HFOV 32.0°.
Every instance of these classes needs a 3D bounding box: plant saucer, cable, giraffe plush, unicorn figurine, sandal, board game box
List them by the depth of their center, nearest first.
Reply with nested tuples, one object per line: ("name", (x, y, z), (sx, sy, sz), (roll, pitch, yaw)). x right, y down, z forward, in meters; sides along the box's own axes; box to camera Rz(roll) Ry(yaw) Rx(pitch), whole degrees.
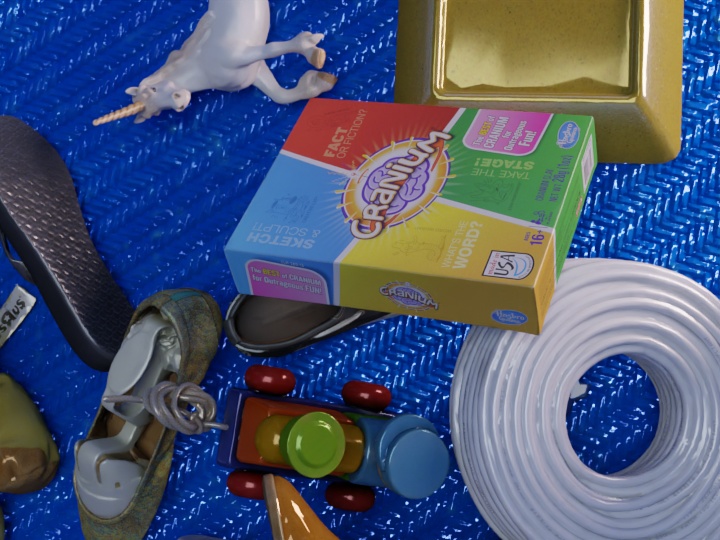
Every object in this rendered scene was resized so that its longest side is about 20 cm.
("cable", (0.153, 0.091, 0.781), (0.199, 0.069, 0.201), (30, 83, -9))
("board game box", (0.034, -0.041, 0.790), (0.198, 0.041, 0.154), (6, 48, 22))
("giraffe plush", (-0.296, 0.095, 0.820), (0.171, 0.162, 0.202), (19, 87, 10))
("plant saucer", (0.120, -0.177, 0.852), (0.198, 0.048, 0.202), (2, 84, 9))
("sandal", (-0.221, -0.017, 0.873), (0.043, 0.076, 0.201), (-34, 78, 30))
("unicorn figurine", (-0.083, -0.168, 0.874), (0.136, 0.074, 0.202), (7, 70, 18))

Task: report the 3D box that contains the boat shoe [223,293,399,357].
("boat shoe", (0.000, 0.000, 0.840), (0.199, 0.068, 0.072), (-28, 79, 3))

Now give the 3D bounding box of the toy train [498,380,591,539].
("toy train", (0.117, 0.134, 0.824), (0.045, 0.034, 0.202), (11, 86, 6))

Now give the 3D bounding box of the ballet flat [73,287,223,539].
("ballet flat", (-0.154, 0.103, 0.834), (0.070, 0.071, 0.201), (25, 98, 10))

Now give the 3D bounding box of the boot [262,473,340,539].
("boot", (0.035, 0.190, 0.746), (0.143, 0.071, 0.203), (-22, 99, -2))

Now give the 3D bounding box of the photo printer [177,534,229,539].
("photo printer", (-0.054, 0.284, 0.813), (0.165, 0.069, 0.202), (8, 85, 8))

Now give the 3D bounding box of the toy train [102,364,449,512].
("toy train", (-0.051, 0.102, 0.773), (0.198, 0.116, 0.086), (12, 84, -23))
